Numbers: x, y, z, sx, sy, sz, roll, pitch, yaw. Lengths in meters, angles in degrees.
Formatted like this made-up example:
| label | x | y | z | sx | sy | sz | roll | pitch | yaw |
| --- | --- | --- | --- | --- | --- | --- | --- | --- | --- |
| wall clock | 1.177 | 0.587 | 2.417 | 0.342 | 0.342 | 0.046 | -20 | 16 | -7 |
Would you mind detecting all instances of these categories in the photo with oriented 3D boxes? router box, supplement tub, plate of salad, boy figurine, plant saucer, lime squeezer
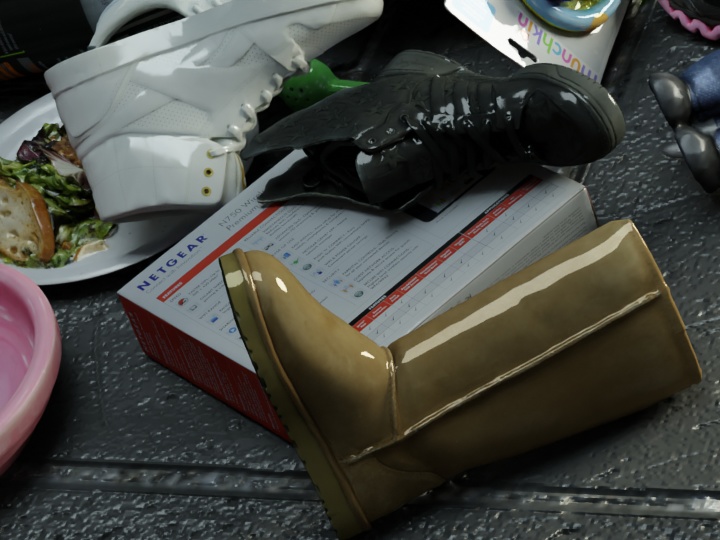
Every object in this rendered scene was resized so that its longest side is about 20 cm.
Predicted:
| label | x | y | z | sx | sy | sz | roll | pitch | yaw |
| --- | --- | --- | --- | --- | --- | --- | --- | --- | --- |
| router box | 0.000 | 0.000 | 1.583 | 0.200 | 0.049 | 0.179 | -39 | 41 | -21 |
| supplement tub | -0.230 | -0.181 | 1.846 | 0.200 | 0.123 | 0.123 | -11 | 39 | 12 |
| plate of salad | -0.158 | -0.066 | 1.737 | 0.200 | 0.048 | 0.200 | -13 | 38 | 11 |
| boy figurine | 0.260 | -0.108 | 1.554 | 0.200 | 0.064 | 0.125 | -23 | 79 | 12 |
| plant saucer | -0.255 | 0.075 | 1.611 | 0.200 | 0.051 | 0.201 | -13 | 39 | 11 |
| lime squeezer | -0.029 | -0.128 | 1.758 | 0.071 | 0.038 | 0.200 | -37 | 38 | -15 |

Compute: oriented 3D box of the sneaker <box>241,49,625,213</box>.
| label | x | y | z | sx | sy | sz | roll | pitch | yaw |
| --- | --- | --- | --- | --- | --- | --- | --- | --- | --- |
| sneaker | 0.038 | -0.066 | 1.559 | 0.200 | 0.060 | 0.104 | 14 | 47 | 43 |

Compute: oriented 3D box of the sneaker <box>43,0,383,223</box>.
| label | x | y | z | sx | sy | sz | roll | pitch | yaw |
| --- | --- | --- | --- | --- | --- | --- | --- | --- | --- |
| sneaker | -0.067 | -0.091 | 1.656 | 0.200 | 0.116 | 0.074 | -20 | -5 | 6 |

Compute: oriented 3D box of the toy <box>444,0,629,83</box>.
| label | x | y | z | sx | sy | sz | roll | pitch | yaw |
| --- | --- | --- | --- | --- | --- | --- | --- | --- | --- |
| toy | 0.129 | -0.200 | 1.677 | 0.047 | 0.115 | 0.200 | -25 | 37 | 48 |

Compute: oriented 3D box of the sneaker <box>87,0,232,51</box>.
| label | x | y | z | sx | sy | sz | roll | pitch | yaw |
| --- | --- | --- | --- | --- | --- | --- | --- | --- | --- |
| sneaker | -0.072 | -0.154 | 1.725 | 0.200 | 0.073 | 0.071 | -24 | 24 | 24 |

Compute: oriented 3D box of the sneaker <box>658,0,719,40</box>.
| label | x | y | z | sx | sy | sz | roll | pitch | yaw |
| --- | --- | --- | --- | --- | --- | --- | --- | --- | --- |
| sneaker | 0.245 | -0.176 | 1.645 | 0.200 | 0.095 | 0.079 | 14 | 52 | 38 |

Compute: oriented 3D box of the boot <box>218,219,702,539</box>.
| label | x | y | z | sx | sy | sz | roll | pitch | yaw |
| --- | --- | --- | --- | --- | --- | --- | --- | --- | --- |
| boot | 0.048 | 0.025 | 1.439 | 0.200 | 0.175 | 0.066 | -26 | 31 | -1 |
